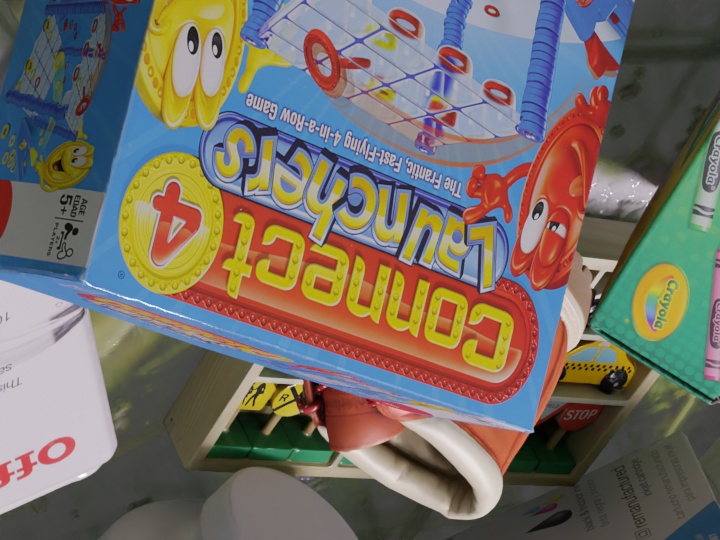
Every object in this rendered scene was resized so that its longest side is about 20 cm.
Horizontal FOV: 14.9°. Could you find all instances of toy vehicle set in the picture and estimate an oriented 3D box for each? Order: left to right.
[{"bbox_3d":[0.036,0.030,1.067,0.200,0.027,0.124,5,130,-38],"label":"toy vehicle set"}]

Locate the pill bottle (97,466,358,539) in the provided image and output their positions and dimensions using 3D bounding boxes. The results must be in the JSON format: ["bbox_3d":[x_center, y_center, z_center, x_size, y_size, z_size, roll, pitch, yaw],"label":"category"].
[{"bbox_3d":[-0.083,0.165,1.061,0.111,0.111,0.200,16,127,-43],"label":"pill bottle"}]

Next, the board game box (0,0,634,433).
[{"bbox_3d":[-0.006,-0.069,0.817,0.200,0.056,0.196,20,81,-46],"label":"board game box"}]

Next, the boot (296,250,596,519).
[{"bbox_3d":[0.000,0.000,0.916,0.075,0.107,0.200,-7,140,45],"label":"boot"}]

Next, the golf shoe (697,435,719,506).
[{"bbox_3d":[0.147,0.126,1.215,0.097,0.078,0.200,-1,133,-25],"label":"golf shoe"}]

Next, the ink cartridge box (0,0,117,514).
[{"bbox_3d":[-0.167,0.000,0.847,0.145,0.084,0.200,-23,142,-15],"label":"ink cartridge box"}]

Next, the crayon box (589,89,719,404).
[{"bbox_3d":[0.163,-0.063,0.972,0.200,0.058,0.119,-60,177,32],"label":"crayon box"}]

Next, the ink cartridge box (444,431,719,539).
[{"bbox_3d":[0.082,0.193,1.124,0.200,0.147,0.146,-25,111,4],"label":"ink cartridge box"}]
